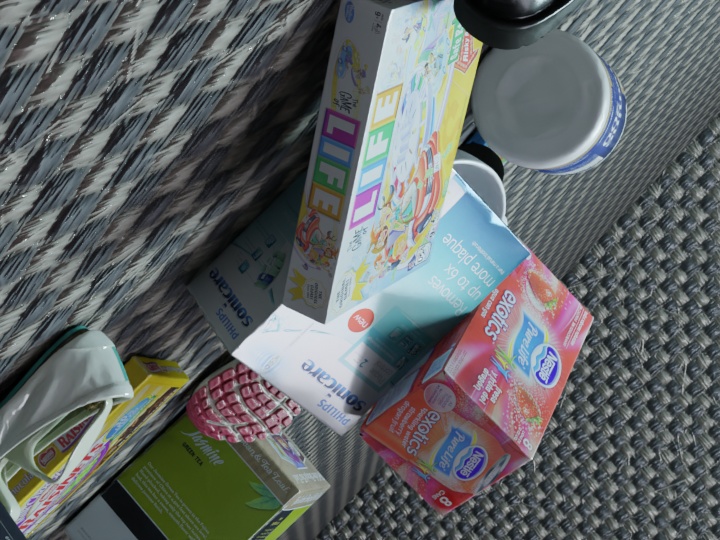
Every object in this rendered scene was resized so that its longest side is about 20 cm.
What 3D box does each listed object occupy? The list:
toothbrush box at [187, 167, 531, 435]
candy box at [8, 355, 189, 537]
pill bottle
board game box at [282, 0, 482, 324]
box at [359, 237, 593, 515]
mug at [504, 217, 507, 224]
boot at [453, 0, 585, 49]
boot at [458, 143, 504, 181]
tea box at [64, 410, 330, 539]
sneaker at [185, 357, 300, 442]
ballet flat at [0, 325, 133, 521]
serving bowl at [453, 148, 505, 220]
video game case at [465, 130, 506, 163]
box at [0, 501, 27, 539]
[{"bbox_3d":[0.000,0.000,1.116,0.200,0.085,0.146,-43,136,4],"label":"toothbrush box"},{"bbox_3d":[-0.222,0.143,1.187,0.200,0.026,0.102,-44,167,4],"label":"candy box"},{"bbox_3d":[0.164,-0.136,1.295,0.111,0.111,0.200,-45,170,12],"label":"pill bottle"},{"bbox_3d":[0.018,-0.080,0.947,0.134,0.034,0.201,-29,138,-53],"label":"board game box"},{"bbox_3d":[0.092,0.078,1.188,0.103,0.095,0.200,-39,-170,35],"label":"box"},{"bbox_3d":[0.099,0.020,1.644,0.201,0.147,0.175,-65,-168,-22],"label":"mug"},{"bbox_3d":[0.132,-0.234,0.864,0.211,0.079,0.158,-52,163,-28],"label":"boot"},{"bbox_3d":[0.046,-0.017,1.402,0.200,0.078,0.138,-35,168,-10],"label":"boot"},{"bbox_3d":[-0.152,0.232,1.517,0.197,0.134,0.200,-42,170,0],"label":"tea box"},{"bbox_3d":[-0.073,0.090,1.426,0.199,0.081,0.075,-29,-156,-23],"label":"sneaker"},{"bbox_3d":[-0.224,0.122,0.979,0.200,0.069,0.069,-43,170,1],"label":"ballet flat"},{"bbox_3d":[0.020,-0.025,1.244,0.200,0.066,0.201,-28,144,-22],"label":"serving bowl"},{"bbox_3d":[0.115,-0.105,1.505,0.200,0.018,0.143,-50,168,32],"label":"video game case"},{"bbox_3d":[-0.309,0.218,0.880,0.182,0.104,0.200,-18,153,-54],"label":"box"}]
